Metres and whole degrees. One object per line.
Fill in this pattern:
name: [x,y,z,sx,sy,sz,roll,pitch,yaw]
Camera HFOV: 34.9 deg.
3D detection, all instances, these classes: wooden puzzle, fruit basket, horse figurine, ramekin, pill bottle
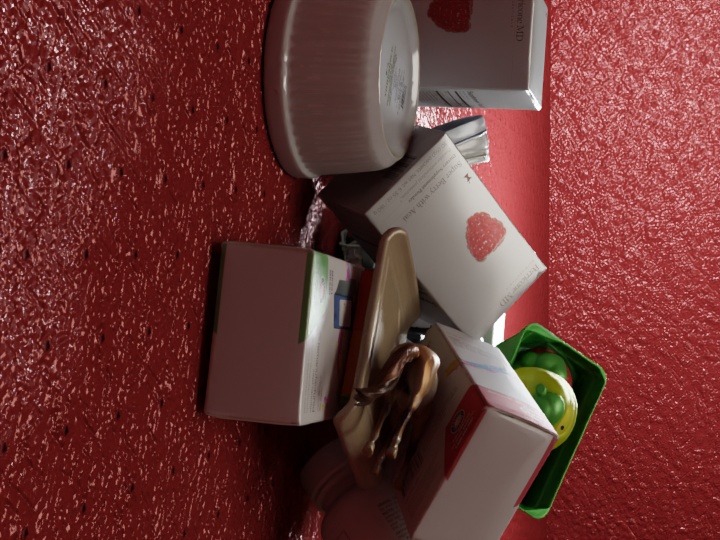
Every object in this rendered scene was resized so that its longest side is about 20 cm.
wooden puzzle: [0.014,0.085,1.084,0.185,0.037,0.200,75,27,-59]
fruit basket: [0.202,0.169,1.322,0.155,0.216,0.216,33,48,-20]
horse figurine: [0.038,0.114,1.020,0.200,0.050,0.133,74,34,-66]
ramekin: [-0.011,-0.187,1.098,0.200,0.105,0.201,3,90,-75]
pill bottle: [0.025,0.267,1.158,0.200,0.114,0.114,53,-8,31]

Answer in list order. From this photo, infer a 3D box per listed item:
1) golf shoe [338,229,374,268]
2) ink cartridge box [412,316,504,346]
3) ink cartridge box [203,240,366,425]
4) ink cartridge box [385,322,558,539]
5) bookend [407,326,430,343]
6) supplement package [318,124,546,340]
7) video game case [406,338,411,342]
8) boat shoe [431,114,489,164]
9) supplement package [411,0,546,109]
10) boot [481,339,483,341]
golf shoe: [0.000,0.000,1.280,0.088,0.077,0.200,50,40,-39]
ink cartridge box: [0.114,0.115,1.544,0.083,0.145,0.200,-2,95,-72]
ink cartridge box: [-0.059,0.058,1.014,0.200,0.087,0.146,24,71,-77]
ink cartridge box: [0.094,0.159,1.097,0.148,0.085,0.200,-63,-165,14]
bookend: [0.046,0.169,1.412,0.200,0.092,0.199,9,85,-73]
supplement package: [0.076,-0.040,1.199,0.121,0.120,0.200,-46,117,-9]
video game case: [0.025,0.166,1.271,0.143,0.018,0.200,32,-62,60]
boat shoe: [0.067,-0.107,1.299,0.202,0.075,0.086,-26,107,-32]
supplement package: [0.100,-0.250,1.276,0.120,0.200,0.122,9,84,-75]
boot: [0.101,0.165,1.341,0.200,0.075,0.107,-67,164,-3]
